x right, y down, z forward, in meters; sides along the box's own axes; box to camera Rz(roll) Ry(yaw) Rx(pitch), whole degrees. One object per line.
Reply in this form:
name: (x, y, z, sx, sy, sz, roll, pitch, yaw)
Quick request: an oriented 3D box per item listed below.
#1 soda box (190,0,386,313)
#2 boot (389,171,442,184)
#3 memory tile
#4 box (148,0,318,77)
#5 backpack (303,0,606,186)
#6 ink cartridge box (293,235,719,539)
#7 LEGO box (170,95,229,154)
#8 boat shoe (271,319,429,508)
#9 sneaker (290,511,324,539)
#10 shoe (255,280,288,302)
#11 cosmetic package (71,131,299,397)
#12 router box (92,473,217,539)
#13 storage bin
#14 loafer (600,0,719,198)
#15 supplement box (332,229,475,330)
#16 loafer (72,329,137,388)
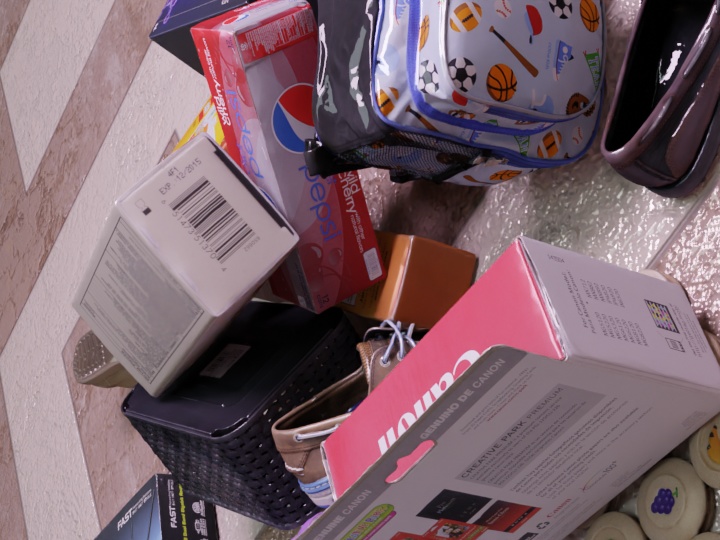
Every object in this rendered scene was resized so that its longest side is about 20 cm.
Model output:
soda box: (-0.047, -0.078, 0.840, 0.070, 0.063, 0.203, 21, 131, 56)
boot: (0.026, -0.133, 0.951, 0.200, 0.069, 0.134, -109, 10, -77)
memory tile: (0.167, 0.112, 0.705, 0.154, 0.017, 0.201, -53, 39, 30)
box: (-0.082, -0.245, 1.027, 0.199, 0.078, 0.143, 2, 67, 58)
backpack: (0.072, -0.146, 0.787, 0.153, 0.189, 0.204, -3, 79, 49)
ink cartridge box: (0.070, 0.082, 0.686, 0.200, 0.174, 0.085, -49, 42, 33)
LEGO box: (-0.117, -0.075, 1.065, 0.149, 0.077, 0.201, -51, 19, 17)
boat shoe: (0.028, 0.074, 0.813, 0.199, 0.073, 0.072, -39, 20, 5)
sneaker: (-0.025, 0.199, 0.830, 0.197, 0.089, 0.081, -9, 38, 29)
shoe: (-0.059, -0.069, 0.921, 0.053, 0.070, 0.203, 24, 118, 28)
cosmetic package: (-0.129, 0.002, 0.871, 0.087, 0.104, 0.200, -43, 1, -29)
router box: (-0.199, 0.301, 1.136, 0.200, 0.061, 0.152, -46, 42, 37)
storage bin: (-0.079, 0.103, 0.947, 0.135, 0.094, 0.199, -45, 25, -25)
loafer: (0.191, -0.147, 0.722, 0.072, 0.062, 0.203, 14, 90, 56)
supplement box: (0.000, 0.000, 0.949, 0.199, 0.066, 0.070, 10, 86, 56)
loafer: (-0.202, 0.065, 1.227, 0.198, 0.068, 0.077, -22, 61, 32)
